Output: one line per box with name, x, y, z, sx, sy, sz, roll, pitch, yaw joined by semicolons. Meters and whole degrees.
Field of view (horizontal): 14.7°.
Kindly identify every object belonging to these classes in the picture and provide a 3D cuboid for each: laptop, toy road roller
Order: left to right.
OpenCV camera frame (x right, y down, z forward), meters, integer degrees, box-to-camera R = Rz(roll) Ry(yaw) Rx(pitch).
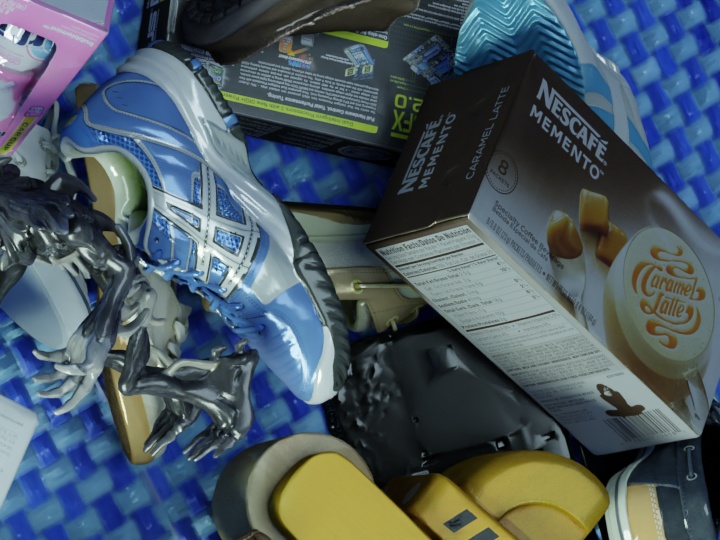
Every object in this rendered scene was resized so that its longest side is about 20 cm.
toy road roller;0.037;0.135;1.459;0.200;0.123;0.146;42;74;-8
laptop;0.090;0.102;1.572;0.200;0.103;0.177;-16;91;-2

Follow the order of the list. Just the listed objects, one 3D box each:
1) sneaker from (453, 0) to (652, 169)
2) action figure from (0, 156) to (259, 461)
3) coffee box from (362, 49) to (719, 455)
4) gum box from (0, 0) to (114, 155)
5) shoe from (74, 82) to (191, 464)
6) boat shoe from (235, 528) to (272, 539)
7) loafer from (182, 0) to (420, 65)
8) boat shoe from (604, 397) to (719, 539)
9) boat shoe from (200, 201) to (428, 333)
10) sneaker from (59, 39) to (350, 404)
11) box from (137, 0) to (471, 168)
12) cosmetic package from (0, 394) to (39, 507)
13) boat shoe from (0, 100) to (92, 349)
sneaker;0.107;-0.094;1.537;0.200;0.076;0.081;64;31;-42
action figure;-0.140;0.020;1.330;0.200;0.119;0.102;44;77;-28
coffee box;0.109;-0.007;1.480;0.200;0.080;0.114;43;53;-29
gum box;-0.163;-0.163;1.375;0.066;0.114;0.200;22;51;-19
shoe;-0.112;0.000;1.440;0.053;0.070;0.200;-6;90;-8
boat shoe;-0.133;0.171;1.380;0.200;0.072;0.068;-29;81;3
loafer;0.000;-0.153;1.469;0.200;0.073;0.071;-29;117;-18
boat shoe;0.187;0.114;1.539;0.200;0.062;0.075;-34;110;-68
boat shoe;0.000;0.000;1.510;0.200;0.074;0.066;5;95;-24
sneaker;-0.077;-0.013;1.397;0.077;0.076;0.200;-36;96;-24
box;-0.018;-0.148;1.526;0.200;0.044;0.160;11;80;-25
cosmetic package;-0.243;0.145;1.344;0.081;0.113;0.200;27;75;-21
boat shoe;-0.182;-0.061;1.425;0.086;0.075;0.202;-35;91;-29
